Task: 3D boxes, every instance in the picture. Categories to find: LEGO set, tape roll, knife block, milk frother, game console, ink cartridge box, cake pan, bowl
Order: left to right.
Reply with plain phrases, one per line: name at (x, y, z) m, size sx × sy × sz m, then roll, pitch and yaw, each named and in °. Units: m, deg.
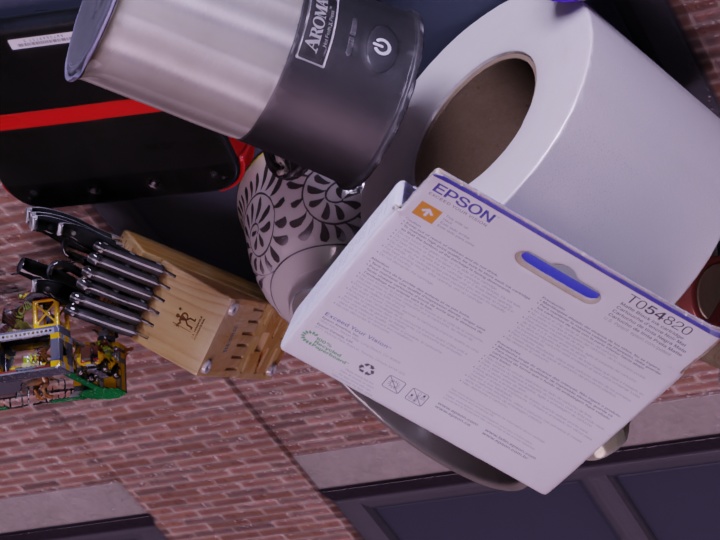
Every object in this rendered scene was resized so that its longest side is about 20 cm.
LEGO set at (-0.278, 0.040, 1.685) m, size 0.199 × 0.116 × 0.154 m, roll -10°, pitch 162°, yaw 23°
game console at (-0.188, -0.116, 1.510) m, size 0.199 × 0.031 × 0.177 m, roll -5°, pitch 135°, yaw 21°
knife block at (-0.156, 0.013, 1.598) m, size 0.175 × 0.064 × 0.200 m, roll 29°, pitch -173°, yaw 21°
milk frother at (-0.085, -0.131, 1.337) m, size 0.188 × 0.181 × 0.200 m, roll 21°, pitch 135°, yaw -17°
bowl at (0.000, 0.000, 1.545) m, size 0.200 × 0.094 × 0.201 m, roll 7°, pitch 141°, yaw 6°
cake pan at (0.043, 0.069, 1.447) m, size 0.200 × 0.037 × 0.200 m, roll 35°, pitch 161°, yaw 14°
ink cartridge box at (0.082, 0.030, 1.268) m, size 0.199 × 0.041 × 0.200 m, roll 30°, pitch 137°, yaw -12°
tape roll at (0.117, -0.056, 1.355) m, size 0.139 × 0.203 × 0.202 m, roll 37°, pitch 136°, yaw -26°

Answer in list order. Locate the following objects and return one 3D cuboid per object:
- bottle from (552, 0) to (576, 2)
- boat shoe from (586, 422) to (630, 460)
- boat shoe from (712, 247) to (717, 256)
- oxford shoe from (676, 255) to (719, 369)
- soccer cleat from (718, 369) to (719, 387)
bottle at (0.193, -0.207, 1.258) m, size 0.199 × 0.065 × 0.084 m, roll -6°, pitch 138°, yaw 21°
boat shoe at (0.149, 0.079, 1.441) m, size 0.072 × 0.200 × 0.062 m, roll -21°, pitch 95°, yaw 14°
boat shoe at (0.205, -0.003, 1.506) m, size 0.075 × 0.062 × 0.200 m, roll -7°, pitch 154°, yaw 2°
oxford shoe at (0.273, 0.047, 1.465) m, size 0.200 × 0.071 × 0.075 m, roll 34°, pitch 161°, yaw -27°
soccer cleat at (0.287, 0.014, 1.514) m, size 0.086 × 0.070 × 0.200 m, roll 27°, pitch 135°, yaw -3°
